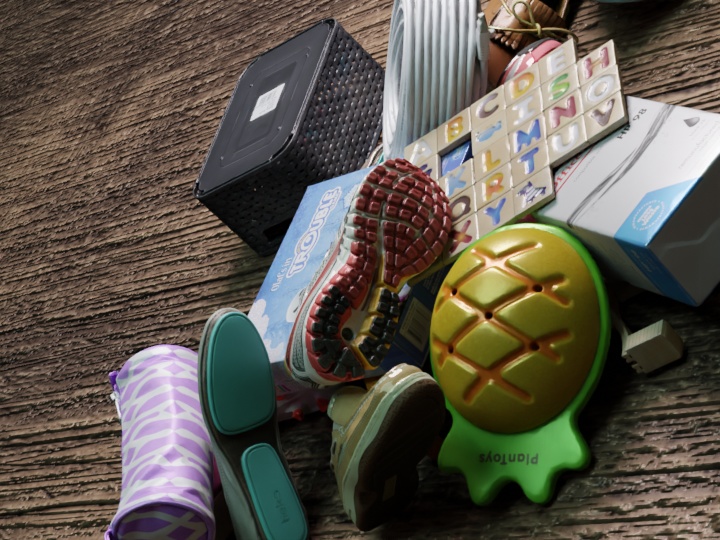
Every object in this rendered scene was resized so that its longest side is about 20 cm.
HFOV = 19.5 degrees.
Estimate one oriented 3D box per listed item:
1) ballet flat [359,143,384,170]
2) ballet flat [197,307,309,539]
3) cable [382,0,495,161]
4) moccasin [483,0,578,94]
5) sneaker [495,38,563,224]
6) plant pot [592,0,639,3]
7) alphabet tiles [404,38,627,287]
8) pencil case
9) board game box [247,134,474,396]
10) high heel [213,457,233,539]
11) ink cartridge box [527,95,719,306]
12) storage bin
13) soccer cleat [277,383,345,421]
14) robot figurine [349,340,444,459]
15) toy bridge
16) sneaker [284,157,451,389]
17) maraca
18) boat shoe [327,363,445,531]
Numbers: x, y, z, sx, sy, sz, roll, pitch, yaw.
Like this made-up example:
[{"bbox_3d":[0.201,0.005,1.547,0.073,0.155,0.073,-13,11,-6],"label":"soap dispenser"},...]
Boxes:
[{"bbox_3d":[-0.005,-0.025,1.813,0.200,0.068,0.067,-56,8,-29],"label":"ballet flat"},{"bbox_3d":[-0.094,0.130,1.601,0.067,0.200,0.064,-14,-2,-34],"label":"ballet flat"},{"bbox_3d":[0.059,-0.157,1.739,0.200,0.069,0.200,-106,21,-74],"label":"cable"},{"bbox_3d":[0.148,-0.214,1.828,0.078,0.074,0.201,-37,16,46],"label":"moccasin"},{"bbox_3d":[0.151,-0.101,1.685,0.087,0.074,0.200,-4,54,40],"label":"sneaker"},{"bbox_3d":[0.208,-0.341,1.792,0.200,0.200,0.188,-43,13,9],"label":"plant pot"},{"bbox_3d":[0.111,-0.090,1.553,0.200,0.008,0.167,-33,32,25],"label":"alphabet tiles"},{"bbox_3d":[-0.157,0.142,1.637,0.085,0.084,0.200,0,36,-6],"label":"pencil case"},{"bbox_3d":[0.000,0.000,1.642,0.199,0.043,0.200,-16,41,46],"label":"board game box"},{"bbox_3d":[-0.151,0.210,1.683,0.200,0.067,0.096,-30,36,1],"label":"high heel"},{"bbox_3d":[0.198,-0.055,1.471,0.116,0.067,0.200,-51,26,-9],"label":"ink cartridge box"},{"bbox_3d":[-0.062,-0.128,1.989,0.135,0.094,0.200,-24,35,38],"label":"storage bin"},{"bbox_3d":[-0.090,0.100,1.753,0.200,0.069,0.078,-19,32,32],"label":"soccer cleat"},{"bbox_3d":[0.047,0.056,1.615,0.145,0.058,0.200,-42,28,10],"label":"robot figurine"},{"bbox_3d":[0.203,-0.002,1.498,0.067,0.027,0.200,-29,30,32],"label":"toy bridge"},{"bbox_3d":[-0.002,0.000,1.512,0.082,0.078,0.200,-32,24,56],"label":"sneaker"},{"bbox_3d":[0.109,0.064,1.454,0.137,0.107,0.200,-5,73,32],"label":"maraca"},{"bbox_3d":[0.005,0.112,1.463,0.072,0.076,0.200,-26,-24,-25],"label":"boat shoe"}]
